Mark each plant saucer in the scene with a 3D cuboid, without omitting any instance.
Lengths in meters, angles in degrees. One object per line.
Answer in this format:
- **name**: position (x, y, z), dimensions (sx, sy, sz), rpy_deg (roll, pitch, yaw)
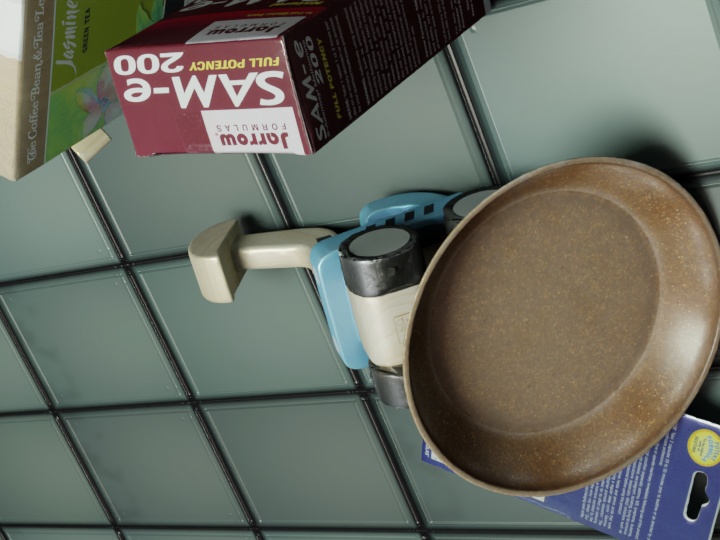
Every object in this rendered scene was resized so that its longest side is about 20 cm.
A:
- **plant saucer**: position (0.110, 0.029, 0.732), dimensions (0.037, 0.200, 0.201), rpy_deg (-137, 29, -60)

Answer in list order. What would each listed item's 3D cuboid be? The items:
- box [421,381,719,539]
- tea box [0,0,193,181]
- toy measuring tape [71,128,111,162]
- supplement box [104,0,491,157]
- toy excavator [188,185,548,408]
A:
- **box**: position (0.137, 0.106, 0.839), dimensions (0.200, 0.032, 0.121), rpy_deg (20, 129, 23)
- **tea box**: position (-0.213, -0.183, 0.762), dimensions (0.200, 0.197, 0.134), rpy_deg (27, 131, 14)
- **toy measuring tape**: position (-0.200, -0.119, 0.857), dimensions (0.200, 0.074, 0.074), rpy_deg (47, 140, 38)
- **supplement box**: position (-0.024, -0.125, 0.675), dimensions (0.109, 0.200, 0.061), rpy_deg (2, 120, 32)
- **toy excavator**: position (0.000, 0.000, 0.819), dimensions (0.194, 0.200, 0.100), rpy_deg (-19, 114, -7)
